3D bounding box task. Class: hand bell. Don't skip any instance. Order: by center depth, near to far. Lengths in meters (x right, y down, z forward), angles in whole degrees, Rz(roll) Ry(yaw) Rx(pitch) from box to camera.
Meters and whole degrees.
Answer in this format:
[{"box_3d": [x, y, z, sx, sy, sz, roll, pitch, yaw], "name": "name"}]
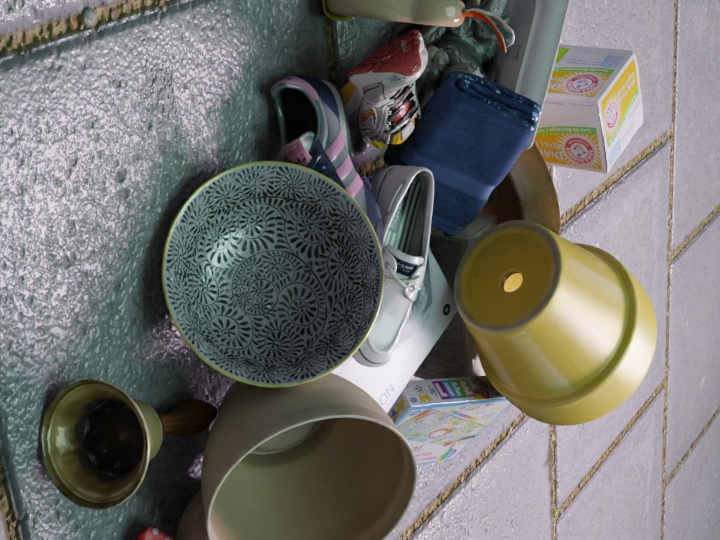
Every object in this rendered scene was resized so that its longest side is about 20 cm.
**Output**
[{"box_3d": [-0.179, 0.136, 1.052, 0.200, 0.103, 0.106, -6, 105, -69], "name": "hand bell"}]

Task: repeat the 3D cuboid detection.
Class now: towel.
[{"box_3d": [0.097, -0.119, 1.236, 0.201, 0.110, 0.049, 124, -14, -51], "name": "towel"}]

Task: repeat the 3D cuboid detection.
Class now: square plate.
[{"box_3d": [0.149, -0.231, 1.344, 0.028, 0.197, 0.203, 18, 84, -28], "name": "square plate"}]

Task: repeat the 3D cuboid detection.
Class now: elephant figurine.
[{"box_3d": [0.103, -0.234, 1.295, 0.142, 0.153, 0.202, 78, 17, -51], "name": "elephant figurine"}]

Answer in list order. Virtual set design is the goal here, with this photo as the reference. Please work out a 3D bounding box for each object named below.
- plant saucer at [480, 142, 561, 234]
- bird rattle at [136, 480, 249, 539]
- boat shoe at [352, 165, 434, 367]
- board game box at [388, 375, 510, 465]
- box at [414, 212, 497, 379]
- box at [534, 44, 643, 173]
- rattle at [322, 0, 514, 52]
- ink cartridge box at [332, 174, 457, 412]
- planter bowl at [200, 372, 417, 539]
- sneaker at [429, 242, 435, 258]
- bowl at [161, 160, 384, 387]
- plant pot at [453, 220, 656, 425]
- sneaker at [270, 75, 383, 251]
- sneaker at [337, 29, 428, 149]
[{"box_3d": [0.161, -0.104, 1.407, 0.035, 0.200, 0.202, -27, 127, -17], "name": "plant saucer"}, {"box_3d": [-0.146, 0.280, 1.151, 0.200, 0.111, 0.165, 46, 49, -38], "name": "bird rattle"}, {"box_3d": [0.029, -0.007, 1.163, 0.073, 0.066, 0.203, 10, 81, -29], "name": "boat shoe"}, {"box_3d": [0.076, 0.177, 1.382, 0.198, 0.034, 0.135, 2, 138, -48], "name": "board game box"}, {"box_3d": [0.112, 0.034, 1.441, 0.078, 0.094, 0.203, -33, 128, -48], "name": "box"}, {"box_3d": [0.225, -0.201, 1.441, 0.113, 0.198, 0.102, -50, 138, -35], "name": "box"}, {"box_3d": [0.064, -0.296, 1.163, 0.130, 0.198, 0.145, 16, 87, -56], "name": "rattle"}, {"box_3d": [0.005, 0.042, 1.221, 0.200, 0.040, 0.201, -53, 132, -22], "name": "ink cartridge box"}, {"box_3d": [-0.062, 0.169, 1.113, 0.197, 0.135, 0.203, -12, 128, -16], "name": "planter bowl"}, {"box_3d": [0.026, 0.036, 1.329, 0.079, 0.073, 0.203, 22, 81, -52], "name": "sneaker"}, {"box_3d": [-0.082, 0.011, 1.095, 0.094, 0.198, 0.203, 126, -13, -74], "name": "bowl"}, {"box_3d": [0.199, 0.046, 1.310, 0.189, 0.199, 0.203, 37, 69, -48], "name": "plant pot"}, {"box_3d": [-0.040, -0.091, 1.140, 0.082, 0.070, 0.203, 2, 65, -57], "name": "sneaker"}, {"box_3d": [0.034, -0.172, 1.164, 0.077, 0.200, 0.083, -35, 91, -10], "name": "sneaker"}]
